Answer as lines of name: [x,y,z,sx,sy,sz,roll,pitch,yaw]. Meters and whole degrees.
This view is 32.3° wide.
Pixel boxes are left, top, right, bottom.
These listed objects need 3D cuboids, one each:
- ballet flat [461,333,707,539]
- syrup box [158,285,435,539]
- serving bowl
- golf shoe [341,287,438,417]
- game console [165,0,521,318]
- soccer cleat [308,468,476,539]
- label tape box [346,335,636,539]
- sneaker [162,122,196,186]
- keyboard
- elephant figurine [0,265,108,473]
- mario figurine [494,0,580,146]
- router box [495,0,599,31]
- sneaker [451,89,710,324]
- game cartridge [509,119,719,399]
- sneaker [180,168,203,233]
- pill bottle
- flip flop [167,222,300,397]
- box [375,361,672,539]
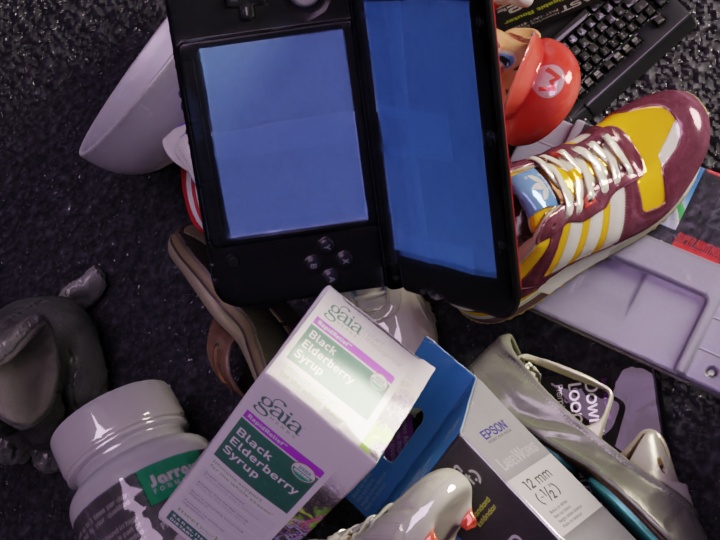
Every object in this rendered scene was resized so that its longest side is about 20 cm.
ballet flat: [0.148,0.108,0.756,0.199,0.067,0.064,38,84,23]
syrup box: [-0.044,0.105,0.744,0.079,0.200,0.082,37,49,0]
serving bowl: [-0.119,-0.145,0.902,0.066,0.200,0.201,36,93,-18]
golf shoe: [0.000,0.000,0.841,0.078,0.097,0.202,-16,66,12]
game console: [-0.013,-0.071,0.683,0.170,0.119,0.202,-8,106,-2]
soccer cleat: [-0.004,0.175,0.722,0.078,0.069,0.201,48,127,25]
label tape box: [0.061,0.162,0.749,0.200,0.066,0.144,44,122,19]
sneaker: [-0.067,-0.119,0.783,0.145,0.081,0.202,-9,98,15]
keyboard: [0.147,-0.114,0.864,0.200,0.021,0.127,-42,68,8]
elephant figurine: [-0.267,0.077,0.878,0.141,0.200,0.156,-27,71,13]
mario figurine: [0.048,-0.144,0.804,0.199,0.124,0.106,23,44,28]
router box: [0.156,-0.268,0.862,0.198,0.062,0.151,-22,67,14]
sneaker: [0.129,-0.045,0.757,0.200,0.090,0.075,-41,65,4]
game cartridge: [0.173,-0.016,0.799,0.199,0.038,0.131,25,88,25]
sneaker: [-0.075,-0.114,0.916,0.115,0.078,0.201,-3,54,41]
pill bottle: [-0.130,0.185,0.852,0.113,0.113,0.201,-35,70,10]
flip flop: [-0.083,0.051,0.888,0.058,0.081,0.200,-48,65,23]
box: [0.107,0.145,0.816,0.198,0.036,0.144,-11,75,17]
